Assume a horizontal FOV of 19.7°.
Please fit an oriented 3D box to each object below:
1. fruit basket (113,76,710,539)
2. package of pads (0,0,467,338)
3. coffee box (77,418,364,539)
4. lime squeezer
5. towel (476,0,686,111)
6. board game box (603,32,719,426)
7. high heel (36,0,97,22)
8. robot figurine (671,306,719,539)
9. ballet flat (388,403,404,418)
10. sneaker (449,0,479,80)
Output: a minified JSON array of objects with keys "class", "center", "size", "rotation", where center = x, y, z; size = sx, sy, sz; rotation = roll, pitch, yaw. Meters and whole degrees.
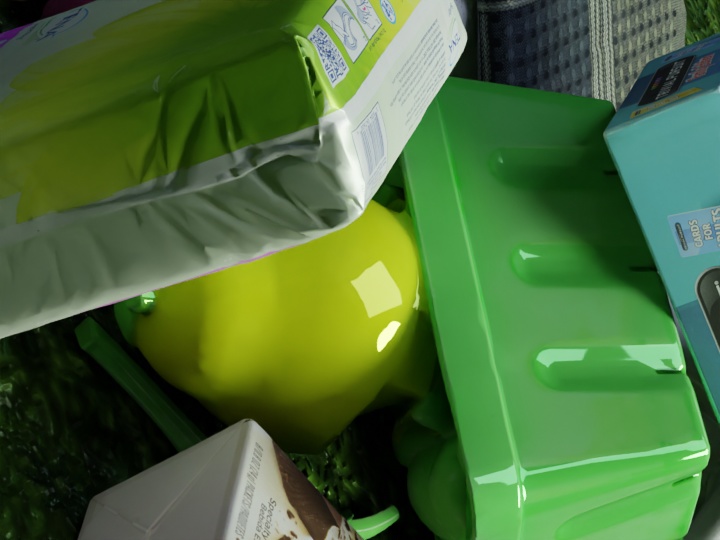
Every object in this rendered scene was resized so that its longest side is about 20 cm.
[{"class":"fruit basket","center":[0.012,0.029,0.768],"size":[0.156,0.215,0.216],"rotation":[90,-7,-56]},{"class":"package of pads","center":[-0.074,-0.045,0.662],"size":[0.068,0.199,0.155],"rotation":[67,23,-18]},{"class":"coffee box","center":[-0.014,0.166,0.713],"size":[0.200,0.080,0.113],"rotation":[50,28,-26]},{"class":"lime squeezer","center":[-0.037,0.089,0.813],"size":[0.200,0.038,0.071],"rotation":[35,6,-43]},{"class":"towel","center":[0.103,-0.097,0.961],"size":[0.200,0.034,0.193],"rotation":[-28,118,-54]},{"class":"board game box","center":[0.159,0.016,0.801],"size":[0.201,0.047,0.151],"rotation":[67,18,-8]},{"class":"high heel","center":[-0.057,-0.029,0.801],"size":[0.200,0.096,0.067],"rotation":[53,27,-21]},{"class":"robot figurine","center":[0.110,0.093,0.922],"size":[0.113,0.169,0.200],"rotation":[45,70,-39]},{"class":"ballet flat","center":[0.000,0.000,0.914],"size":[0.200,0.063,0.069],"rotation":[50,-7,-33]},{"class":"sneaker","center":[0.019,-0.113,0.879],"size":[0.075,0.089,0.200],"rotation":[26,4,15]}]
